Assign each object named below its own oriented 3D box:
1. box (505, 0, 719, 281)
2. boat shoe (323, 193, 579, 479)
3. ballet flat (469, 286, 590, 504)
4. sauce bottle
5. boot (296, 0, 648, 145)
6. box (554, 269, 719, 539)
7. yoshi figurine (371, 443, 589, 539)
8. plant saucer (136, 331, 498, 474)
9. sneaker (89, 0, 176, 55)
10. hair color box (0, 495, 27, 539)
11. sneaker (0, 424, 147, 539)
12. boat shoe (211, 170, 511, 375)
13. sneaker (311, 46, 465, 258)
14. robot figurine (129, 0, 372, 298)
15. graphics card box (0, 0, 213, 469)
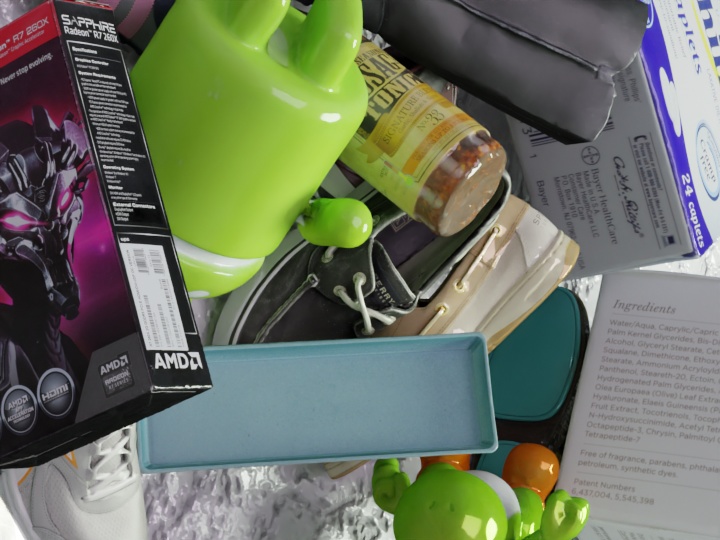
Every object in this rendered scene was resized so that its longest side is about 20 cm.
[{"bbox_3d":[0.176,-0.114,1.424,0.200,0.104,0.185,-40,116,-60],"label":"box"},{"bbox_3d":[0.038,0.036,1.297,0.200,0.074,0.069,-45,92,1],"label":"boat shoe"},{"bbox_3d":[0.102,0.109,1.404,0.072,0.072,0.201,35,63,-38],"label":"ballet flat"},{"bbox_3d":[-0.011,-0.099,1.222,0.066,0.200,0.066,-46,161,-21],"label":"sauce bottle"},{"bbox_3d":[0.079,-0.184,1.264,0.199,0.066,0.165,27,99,-7],"label":"boot"},{"bbox_3d":[0.252,0.119,1.412,0.199,0.199,0.172,50,51,-58],"label":"box"},{"bbox_3d":[0.061,0.136,1.243,0.112,0.112,0.200,55,20,-10],"label":"yoshi figurine"},{"bbox_3d":[-0.026,0.074,1.218,0.199,0.019,0.070,-3,73,-8],"label":"plant saucer"},{"bbox_3d":[-0.146,-0.163,1.178,0.082,0.070,0.200,-28,130,2],"label":"sneaker"},{"bbox_3d":[-0.256,0.153,1.030,0.200,0.060,0.100,-45,118,-39],"label":"hair color box"},{"bbox_3d":[-0.142,0.071,1.130,0.076,0.092,0.201,-27,105,-43],"label":"sneaker"},{"bbox_3d":[0.000,0.000,1.248,0.200,0.064,0.071,-44,124,-5],"label":"boat shoe"},{"bbox_3d":[0.055,-0.072,1.333,0.199,0.076,0.116,19,93,-43],"label":"sneaker"},{"bbox_3d":[-0.074,-0.070,1.158,0.175,0.200,0.116,28,26,-18],"label":"robot figurine"},{"bbox_3d":[-0.154,-0.016,1.064,0.051,0.125,0.201,2,68,-56],"label":"graphics card box"}]
